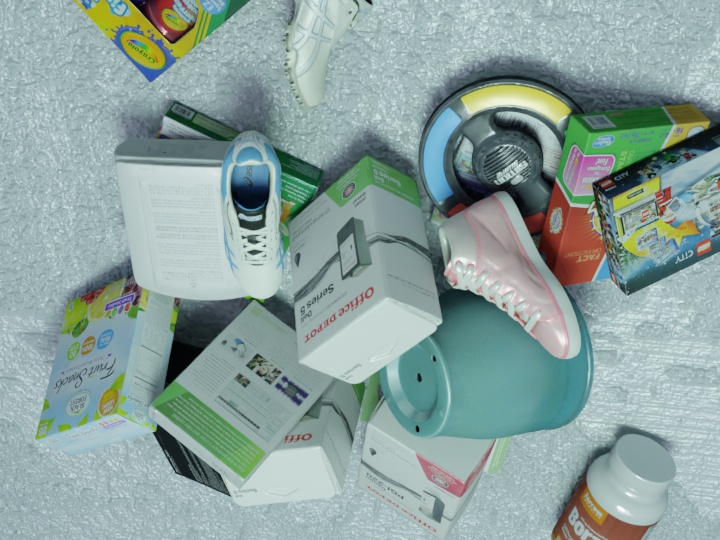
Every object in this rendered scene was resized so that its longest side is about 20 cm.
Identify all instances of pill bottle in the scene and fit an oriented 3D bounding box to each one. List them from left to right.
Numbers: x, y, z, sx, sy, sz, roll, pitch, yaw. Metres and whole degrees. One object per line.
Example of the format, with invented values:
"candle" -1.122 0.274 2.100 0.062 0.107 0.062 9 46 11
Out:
"pill bottle" 0.340 0.318 1.431 0.112 0.112 0.201 18 125 -2

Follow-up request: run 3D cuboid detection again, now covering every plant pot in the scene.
"plant pot" 0.131 0.108 1.230 0.187 0.200 0.201 -12 133 -33

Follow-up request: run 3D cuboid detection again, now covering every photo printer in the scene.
"photo printer" -0.195 -0.054 1.257 0.165 0.070 0.201 2 124 7

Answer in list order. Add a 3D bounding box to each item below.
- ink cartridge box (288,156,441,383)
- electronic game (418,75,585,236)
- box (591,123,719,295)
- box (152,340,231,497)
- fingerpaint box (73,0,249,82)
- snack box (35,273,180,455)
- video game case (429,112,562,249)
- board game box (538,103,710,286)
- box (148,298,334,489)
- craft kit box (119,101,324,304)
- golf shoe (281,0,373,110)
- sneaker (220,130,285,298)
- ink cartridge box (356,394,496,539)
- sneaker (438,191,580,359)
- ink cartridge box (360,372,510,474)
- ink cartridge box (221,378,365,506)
"ink cartridge box" 0.000 0.000 1.185 0.084 0.201 0.145 25 132 -35
"electronic game" 0.163 -0.121 1.185 0.199 0.042 0.201 4 124 6
"box" 0.355 -0.073 1.151 0.199 0.038 0.137 -25 128 -5
"box" -0.224 0.196 1.443 0.141 0.079 0.201 8 131 41
"fingerpaint box" -0.226 -0.329 1.127 0.167 0.073 0.200 -31 113 27
"snack box" -0.316 0.116 1.344 0.168 0.201 0.068 -21 142 36
"video game case" 0.202 -0.098 1.233 0.199 0.022 0.183 19 124 -3
"board game box" 0.283 -0.080 1.174 0.152 0.040 0.201 -8 129 -19
"box" -0.138 0.145 1.292 0.144 0.200 0.036 37 144 9
"craft kit box" -0.173 -0.077 1.306 0.199 0.049 0.198 24 127 -6
"golf shoe" -0.035 -0.263 1.138 0.097 0.078 0.201 1 125 3
"sneaker" -0.119 -0.051 1.166 0.071 0.073 0.201 0 121 3
"ink cartridge box" 0.079 0.244 1.367 0.145 0.085 0.200 30 151 15
"sneaker" 0.150 0.018 1.145 0.104 0.201 0.075 -21 161 -14
"ink cartridge box" 0.105 0.187 1.428 0.199 0.048 0.146 12 125 0
"ink cartridge box" -0.086 0.197 1.376 0.145 0.200 0.084 -10 121 16
